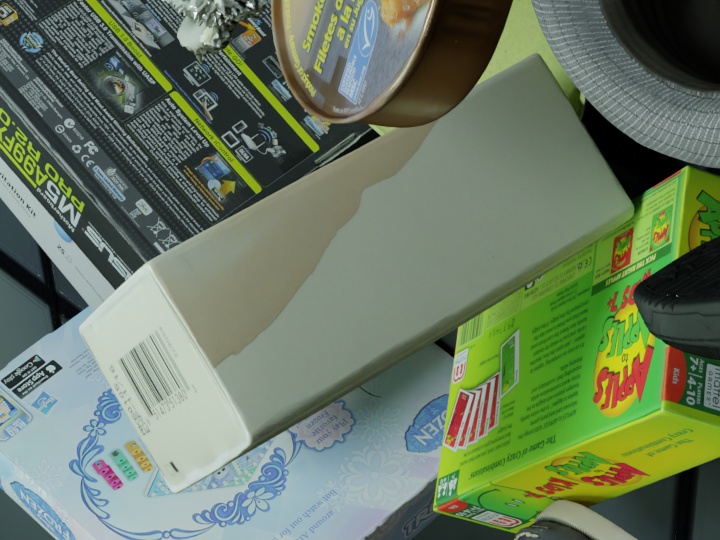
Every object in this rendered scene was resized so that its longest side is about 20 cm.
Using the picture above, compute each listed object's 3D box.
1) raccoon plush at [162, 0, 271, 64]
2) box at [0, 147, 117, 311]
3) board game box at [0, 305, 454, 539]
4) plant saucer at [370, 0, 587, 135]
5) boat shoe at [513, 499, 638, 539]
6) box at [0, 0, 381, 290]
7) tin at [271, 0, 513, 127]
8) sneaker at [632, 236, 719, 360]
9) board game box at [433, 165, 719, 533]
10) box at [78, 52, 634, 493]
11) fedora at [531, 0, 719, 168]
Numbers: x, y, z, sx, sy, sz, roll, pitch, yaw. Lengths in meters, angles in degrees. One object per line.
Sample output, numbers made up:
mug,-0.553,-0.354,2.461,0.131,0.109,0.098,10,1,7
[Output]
raccoon plush,-0.014,-0.119,0.955,0.200,0.097,0.134,39,155,25
box,-0.081,-0.046,1.117,0.200,0.156,0.041,49,148,9
board game box,-0.061,0.079,1.172,0.199,0.200,0.044,37,149,28
plant saucer,0.028,-0.129,0.997,0.200,0.031,0.201,36,146,28
boat shoe,0.125,0.163,0.948,0.200,0.063,0.073,31,147,42
box,-0.100,-0.100,1.083,0.200,0.160,0.044,48,149,9
tin,0.023,-0.146,0.817,0.112,0.042,0.201,39,118,48
sneaker,0.169,0.043,0.812,0.105,0.060,0.200,63,160,-11
board game box,0.099,0.039,0.996,0.047,0.102,0.200,16,158,-20
box,0.000,0.000,0.935,0.078,0.199,0.095,58,150,3
fedora,0.151,-0.109,0.748,0.090,0.178,0.200,21,-176,-36
